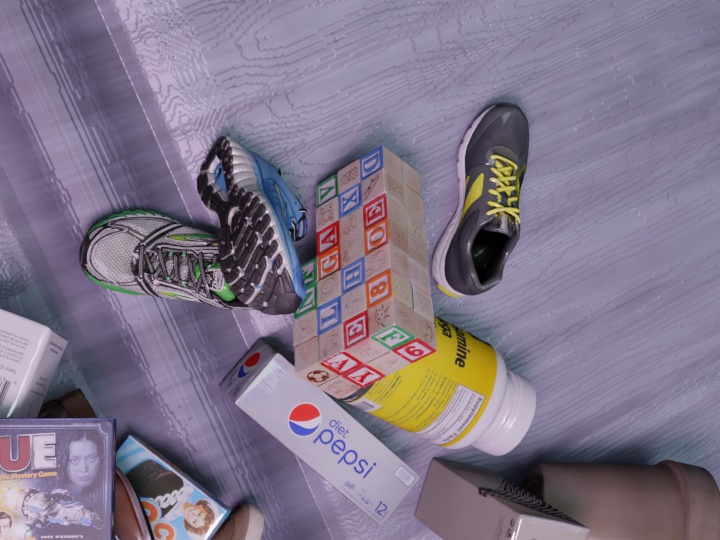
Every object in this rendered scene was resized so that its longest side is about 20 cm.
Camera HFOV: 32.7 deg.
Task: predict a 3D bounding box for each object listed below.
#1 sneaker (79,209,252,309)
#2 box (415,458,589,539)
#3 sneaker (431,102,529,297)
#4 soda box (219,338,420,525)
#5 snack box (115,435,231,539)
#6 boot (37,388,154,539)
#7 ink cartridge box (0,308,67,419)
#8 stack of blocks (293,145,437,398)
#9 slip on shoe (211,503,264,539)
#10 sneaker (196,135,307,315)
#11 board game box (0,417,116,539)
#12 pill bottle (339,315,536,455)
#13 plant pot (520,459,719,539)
[{"bbox_3d":[-0.153,-0.008,1.107,0.199,0.085,0.078,7,95,-21],"label":"sneaker"},{"bbox_3d":[0.132,0.244,1.187,0.082,0.200,0.069,16,91,-23],"label":"box"},{"bbox_3d":[0.135,-0.066,1.208,0.074,0.085,0.201,13,93,-22],"label":"sneaker"},{"bbox_3d":[-0.039,0.155,1.181,0.200,0.068,0.063,43,83,-20],"label":"soda box"},{"bbox_3d":[-0.223,0.265,1.118,0.116,0.037,0.200,35,83,7],"label":"snack box"},{"bbox_3d":[-0.294,0.221,1.061,0.200,0.064,0.187,-28,65,-16],"label":"boot"},{"bbox_3d":[-0.350,0.121,1.010,0.144,0.084,0.201,20,79,2],"label":"ink cartridge box"},{"bbox_3d":[0.000,0.000,1.111,0.059,0.115,0.201,33,41,-38],"label":"stack of blocks"},{"bbox_3d":[-0.166,0.300,1.154,0.061,0.076,0.200,36,91,-16],"label":"slip on shoe"},{"bbox_3d":[-0.076,-0.041,1.086,0.090,0.200,0.078,14,129,-34],"label":"sneaker"},{"bbox_3d":[-0.290,0.182,0.943,0.199,0.035,0.136,0,81,-6],"label":"board game box"},{"bbox_3d":[0.068,0.104,1.191,0.200,0.112,0.113,27,87,-22],"label":"pill bottle"},{"bbox_3d":[0.249,0.276,1.258,0.173,0.200,0.201,16,91,-4],"label":"plant pot"}]
